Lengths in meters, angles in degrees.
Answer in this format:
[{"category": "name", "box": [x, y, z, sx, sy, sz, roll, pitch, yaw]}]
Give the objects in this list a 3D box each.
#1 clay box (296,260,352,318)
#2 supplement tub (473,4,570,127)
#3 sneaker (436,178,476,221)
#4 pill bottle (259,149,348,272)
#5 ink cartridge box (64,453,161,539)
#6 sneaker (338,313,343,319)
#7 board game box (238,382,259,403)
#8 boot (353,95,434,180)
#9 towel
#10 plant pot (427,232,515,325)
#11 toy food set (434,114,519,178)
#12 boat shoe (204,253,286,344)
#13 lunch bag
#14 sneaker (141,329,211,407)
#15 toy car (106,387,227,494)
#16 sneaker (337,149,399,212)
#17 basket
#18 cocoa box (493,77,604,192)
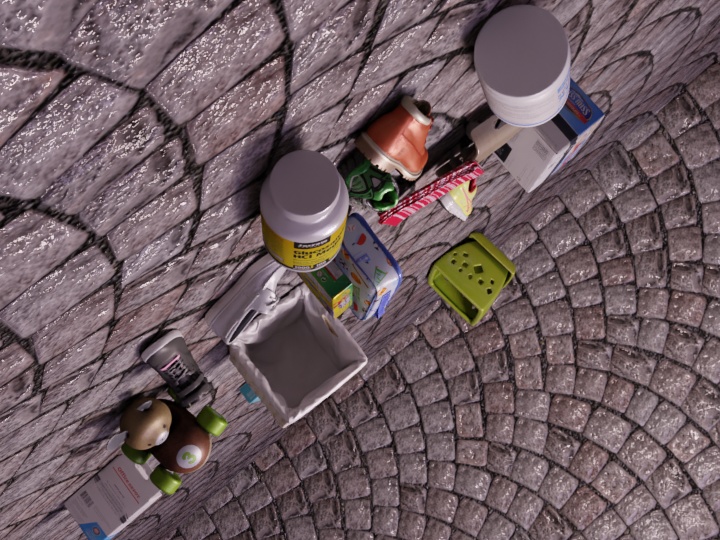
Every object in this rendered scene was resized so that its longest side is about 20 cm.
[{"category": "clay box", "box": [-0.064, 0.013, 1.690, 0.048, 0.115, 0.200, -39, 171, -8]}, {"category": "supplement tub", "box": [0.232, -0.284, 1.420, 0.132, 0.132, 0.200, -41, 171, 7]}, {"category": "sneaker", "box": [0.206, -0.159, 2.037, 0.090, 0.078, 0.200, -48, 171, 9]}, {"category": "pill bottle", "box": [-0.072, -0.076, 1.279, 0.112, 0.113, 0.200, -37, 169, -13]}, {"category": "ink cartridge box", "box": [-0.496, 0.461, 2.072, 0.200, 0.116, 0.068, -40, 171, 8]}, {"category": "sneaker", "box": [-0.118, 0.114, 2.096, 0.200, 0.074, 0.079, -34, 180, 6]}, {"category": "board game box", "box": [-0.194, 0.248, 2.435, 0.151, 0.047, 0.200, -42, 170, 11]}, {"category": "boot", "box": [0.072, -0.191, 1.429, 0.107, 0.075, 0.200, -47, 167, 13]}, {"category": "towel", "box": [0.127, -0.135, 1.788, 0.199, 0.023, 0.145, -29, 175, 11]}, {"category": "plant pot", "box": [0.329, 0.015, 2.910, 0.181, 0.200, 0.199, -45, 171, -12]}, {"category": "toy food set", "box": [0.220, -0.241, 1.812, 0.143, 0.061, 0.200, -36, 178, -20]}, {"category": "boat shoe", "box": [-0.164, 0.040, 1.577, 0.200, 0.069, 0.072, -42, 169, 17]}, {"category": "lunch bag", "box": [0.000, 0.000, 1.735, 0.075, 0.160, 0.200, -35, 168, -18]}, {"category": "sneaker", "box": [-0.283, 0.159, 1.582, 0.071, 0.099, 0.200, -36, 168, -9]}, {"category": "toy car", "box": [-0.358, 0.281, 1.751, 0.165, 0.158, 0.200, -51, 158, -2]}, {"category": "sneaker", "box": [0.016, -0.116, 1.507, 0.078, 0.085, 0.200, -40, 171, 1]}, {"category": "basket", "box": [-0.125, 0.168, 1.926, 0.200, 0.198, 0.161, -37, 174, -16]}, {"category": "cocoa box", "box": [0.350, -0.266, 1.911, 0.131, 0.134, 0.200, -37, 170, -16]}]
